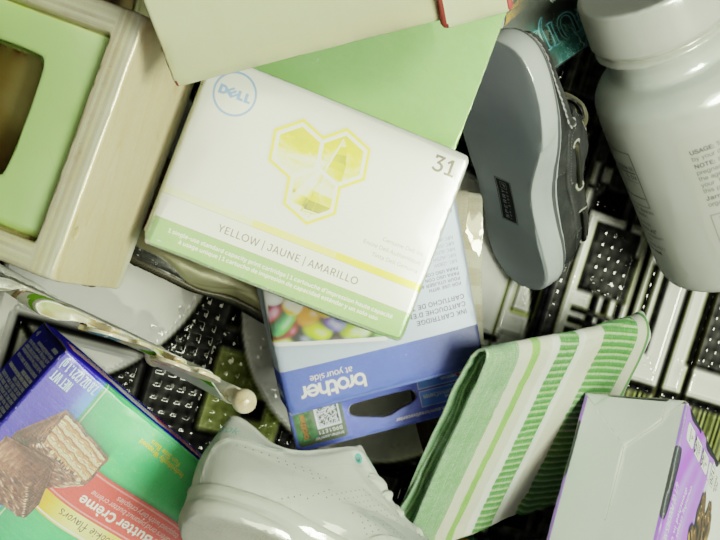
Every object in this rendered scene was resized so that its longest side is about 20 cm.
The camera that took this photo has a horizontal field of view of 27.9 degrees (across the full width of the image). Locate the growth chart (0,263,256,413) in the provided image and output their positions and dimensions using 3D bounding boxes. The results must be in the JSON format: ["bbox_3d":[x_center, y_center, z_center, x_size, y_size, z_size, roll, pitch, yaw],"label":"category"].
[{"bbox_3d":[-0.158,0.024,0.787,0.199,0.144,0.018,28,84,-25],"label":"growth chart"}]

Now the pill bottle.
[{"bbox_3d":[0.211,-0.096,0.915,0.114,0.114,0.201,-35,118,-13],"label":"pill bottle"}]

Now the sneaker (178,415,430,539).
[{"bbox_3d":[0.002,0.142,0.803,0.199,0.075,0.089,28,47,-13],"label":"sneaker"}]

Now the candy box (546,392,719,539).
[{"bbox_3d":[0.183,0.200,0.916,0.200,0.071,0.169,52,49,-47],"label":"candy box"}]

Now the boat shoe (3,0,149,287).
[{"bbox_3d":[-0.148,-0.095,0.797,0.062,0.073,0.202,12,78,0],"label":"boat shoe"}]

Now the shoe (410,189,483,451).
[{"bbox_3d":[0.061,0.047,0.915,0.053,0.070,0.202,-9,100,-12],"label":"shoe"}]

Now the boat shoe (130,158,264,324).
[{"bbox_3d":[-0.048,-0.004,0.862,0.199,0.076,0.074,26,85,-24],"label":"boat shoe"}]

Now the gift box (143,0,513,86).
[{"bbox_3d":[-0.019,-0.207,0.670,0.185,0.186,0.201,-14,140,4],"label":"gift box"}]

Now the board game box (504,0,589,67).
[{"bbox_3d":[0.066,-0.169,0.905,0.199,0.028,0.136,-33,109,-15],"label":"board game box"}]

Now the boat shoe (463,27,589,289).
[{"bbox_3d":[0.112,-0.074,0.891,0.066,0.070,0.201,-40,137,-24],"label":"boat shoe"}]

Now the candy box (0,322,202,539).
[{"bbox_3d":[-0.181,0.163,0.833,0.169,0.077,0.200,43,83,-22],"label":"candy box"}]

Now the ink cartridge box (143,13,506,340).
[{"bbox_3d":[-0.012,-0.083,0.757,0.144,0.048,0.202,21,91,-9],"label":"ink cartridge box"}]

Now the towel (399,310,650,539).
[{"bbox_3d":[0.101,0.097,0.893,0.199,0.023,0.153,-7,128,-50],"label":"towel"}]

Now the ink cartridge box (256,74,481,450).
[{"bbox_3d":[0.000,0.000,0.815,0.118,0.042,0.202,-13,104,-9],"label":"ink cartridge box"}]

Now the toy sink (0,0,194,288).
[{"bbox_3d":[-0.201,-0.087,0.717,0.199,0.112,0.131,21,91,10],"label":"toy sink"}]

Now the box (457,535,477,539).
[{"bbox_3d":[0.022,0.192,0.898,0.198,0.117,0.049,13,95,-24],"label":"box"}]

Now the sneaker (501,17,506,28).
[{"bbox_3d":[-0.013,-0.170,0.816,0.201,0.076,0.116,45,78,-24],"label":"sneaker"}]
